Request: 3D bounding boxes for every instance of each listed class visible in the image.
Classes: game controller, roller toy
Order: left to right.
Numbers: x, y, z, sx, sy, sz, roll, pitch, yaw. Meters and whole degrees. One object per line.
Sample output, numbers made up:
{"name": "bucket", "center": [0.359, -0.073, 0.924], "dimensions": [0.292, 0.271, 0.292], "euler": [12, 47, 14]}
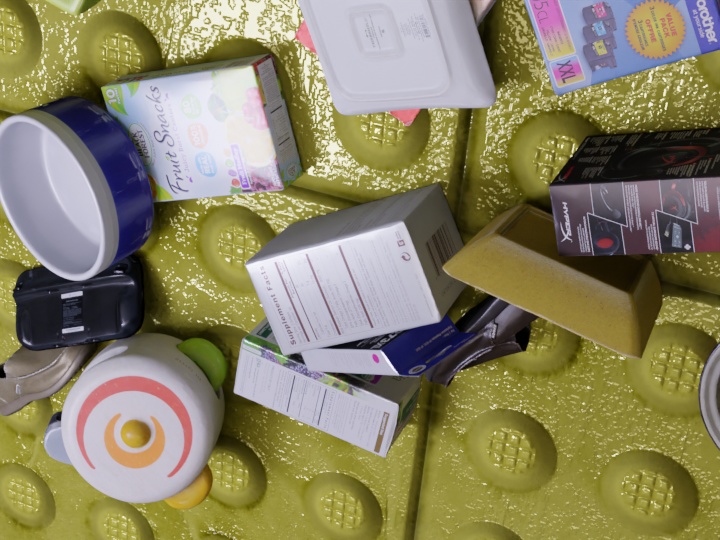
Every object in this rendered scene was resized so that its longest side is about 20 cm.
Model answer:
{"name": "game controller", "center": [-0.350, 0.040, 1.595], "dimensions": [0.199, 0.042, 0.105], "euler": [-9, 88, 28]}
{"name": "roller toy", "center": [-0.259, 0.179, 1.545], "dimensions": [0.181, 0.140, 0.201], "euler": [6, 102, 0]}

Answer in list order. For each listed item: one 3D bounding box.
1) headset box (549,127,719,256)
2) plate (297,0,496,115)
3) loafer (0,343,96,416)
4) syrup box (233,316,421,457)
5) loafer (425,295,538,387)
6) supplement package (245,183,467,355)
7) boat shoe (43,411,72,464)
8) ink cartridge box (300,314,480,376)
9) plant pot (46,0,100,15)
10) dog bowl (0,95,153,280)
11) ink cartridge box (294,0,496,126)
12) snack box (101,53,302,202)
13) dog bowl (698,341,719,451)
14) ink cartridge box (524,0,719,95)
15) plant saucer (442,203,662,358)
{"name": "headset box", "center": [0.292, -0.075, 1.195], "dimensions": [0.199, 0.149, 0.075], "euler": [-2, 112, 25]}
{"name": "plate", "center": [0.020, -0.240, 1.270], "dimensions": [0.199, 0.032, 0.200], "euler": [2, 124, 36]}
{"name": "loafer", "center": [-0.419, 0.127, 1.663], "dimensions": [0.200, 0.076, 0.068], "euler": [-30, 105, 32]}
{"name": "syrup box", "center": [-0.038, 0.130, 1.488], "dimensions": [0.199, 0.079, 0.082], "euler": [21, 121, 14]}
{"name": "loafer", "center": [0.144, 0.069, 1.378], "dimensions": [0.071, 0.073, 0.200], "euler": [42, 125, -1]}
{"name": "supplement package", "center": [0.000, 0.000, 1.385], "dimensions": [0.199, 0.117, 0.118], "euler": [-13, 108, 29]}
{"name": "boat shoe", "center": [-0.310, 0.234, 1.670], "dimensions": [0.198, 0.068, 0.074], "euler": [17, 111, -12]}
{"name": "ink cartridge box", "center": [0.028, 0.076, 1.377], "dimensions": [0.200, 0.095, 0.037], "euler": [0, 116, 53]}
{"name": "plant pot", "center": [-0.285, -0.402, 1.282], "dimensions": [0.199, 0.182, 0.200], "euler": [33, 123, 6]}
{"name": "dog bowl", "center": [-0.331, -0.095, 1.479], "dimensions": [0.200, 0.079, 0.201], "euler": [24, 129, 33]}
{"name": "ink cartridge box", "center": [0.031, -0.260, 1.286], "dimensions": [0.162, 0.050, 0.200], "euler": [38, 121, 4]}
{"name": "snack box", "center": [-0.175, -0.154, 1.428], "dimensions": [0.199, 0.053, 0.143], "euler": [-3, 112, 26]}
{"name": "dog bowl", "center": [0.438, 0.116, 1.268], "dimensions": [0.199, 0.074, 0.201], "euler": [10, 117, 20]}
{"name": "ink cartridge box", "center": [0.256, -0.255, 1.171], "dimensions": [0.199, 0.076, 0.137], "euler": [-14, 108, 28]}
{"name": "plant saucer", "center": [0.199, -0.004, 1.249], "dimensions": [0.199, 0.200, 0.049], "euler": [24, 111, 12]}
